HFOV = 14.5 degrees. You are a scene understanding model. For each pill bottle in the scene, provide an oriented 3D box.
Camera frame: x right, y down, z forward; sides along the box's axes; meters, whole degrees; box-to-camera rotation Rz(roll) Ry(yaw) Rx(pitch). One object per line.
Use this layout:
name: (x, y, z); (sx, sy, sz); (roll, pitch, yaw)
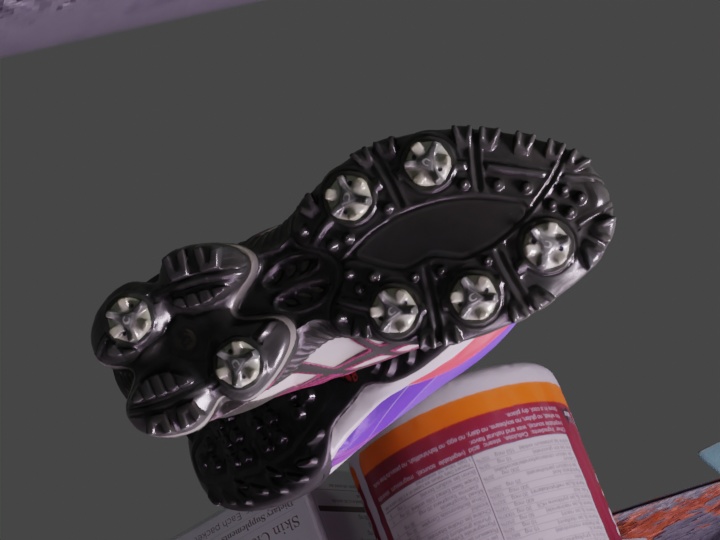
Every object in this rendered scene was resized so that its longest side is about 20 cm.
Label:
pill bottle: (0.075, 0.153, 1.324); (0.109, 0.201, 0.110); (-19, 162, -7)

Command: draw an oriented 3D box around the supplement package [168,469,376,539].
supplement package: (-0.048, 0.194, 1.444); (0.200, 0.111, 0.156); (-32, 159, 26)

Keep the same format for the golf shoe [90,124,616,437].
golf shoe: (0.000, 0.000, 1.045); (0.199, 0.078, 0.088); (-19, 175, 14)

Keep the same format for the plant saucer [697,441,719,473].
plant saucer: (0.293, 0.074, 1.638); (0.199, 0.019, 0.070); (-26, 161, 15)

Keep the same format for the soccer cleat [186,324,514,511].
soccer cleat: (0.004, 0.038, 1.147); (0.073, 0.068, 0.200); (-8, 155, -45)

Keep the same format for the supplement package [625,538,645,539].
supplement package: (0.083, 0.241, 1.695); (0.156, 0.111, 0.200); (-33, 158, 29)
